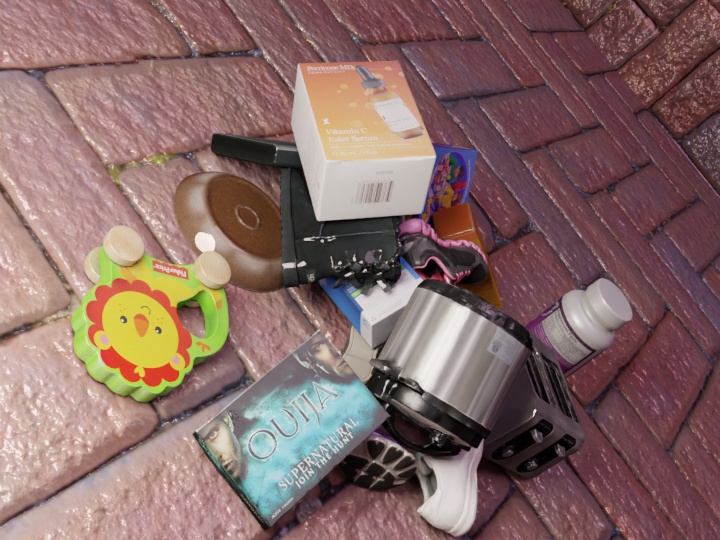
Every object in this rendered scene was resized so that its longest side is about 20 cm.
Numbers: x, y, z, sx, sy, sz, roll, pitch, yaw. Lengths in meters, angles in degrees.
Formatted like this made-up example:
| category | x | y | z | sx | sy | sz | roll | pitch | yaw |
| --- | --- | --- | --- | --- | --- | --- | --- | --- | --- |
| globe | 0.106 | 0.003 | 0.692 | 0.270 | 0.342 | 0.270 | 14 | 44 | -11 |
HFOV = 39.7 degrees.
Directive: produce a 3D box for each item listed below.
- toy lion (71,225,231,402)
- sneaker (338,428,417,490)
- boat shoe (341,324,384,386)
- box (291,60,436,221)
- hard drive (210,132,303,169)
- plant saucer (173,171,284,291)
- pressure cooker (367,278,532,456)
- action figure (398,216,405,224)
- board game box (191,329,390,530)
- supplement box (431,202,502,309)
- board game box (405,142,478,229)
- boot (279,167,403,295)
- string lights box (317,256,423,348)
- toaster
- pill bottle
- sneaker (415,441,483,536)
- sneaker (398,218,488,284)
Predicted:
| category | x | y | z | sx | sy | sz | roll | pitch | yaw |
| --- | --- | --- | --- | --- | --- | --- | --- | --- | --- |
| toy lion | -0.234 | 0.058 | 1.137 | 0.198 | 0.068 | 0.194 | 16 | 51 | -41 |
| sneaker | -0.009 | 0.198 | 1.239 | 0.199 | 0.081 | 0.084 | 36 | 28 | -18 |
| boat shoe | 0.004 | 0.121 | 1.366 | 0.066 | 0.058 | 0.200 | 22 | 28 | 8 |
| box | -0.001 | -0.178 | 1.343 | 0.150 | 0.107 | 0.202 | -5 | 50 | -15 |
| hard drive | -0.104 | -0.172 | 1.479 | 0.138 | 0.033 | 0.199 | 16 | 11 | 39 |
| plant saucer | -0.163 | -0.064 | 1.367 | 0.199 | 0.037 | 0.202 | 31 | 37 | -26 |
| pressure cooker | 0.104 | 0.132 | 1.262 | 0.174 | 0.202 | 0.179 | 27 | -7 | 10 |
| action figure | 0.030 | -0.091 | 1.478 | 0.118 | 0.055 | 0.200 | 39 | -8 | 36 |
| board game box | -0.077 | 0.178 | 1.142 | 0.199 | 0.028 | 0.136 | -38 | 86 | -31 |
| supplement box | 0.175 | -0.014 | 1.610 | 0.067 | 0.068 | 0.201 | -96 | 164 | -44 |
| board game box | 0.117 | -0.102 | 1.607 | 0.044 | 0.203 | 0.134 | 19 | 13 | 36 |
| boot | -0.028 | -0.058 | 1.346 | 0.160 | 0.074 | 0.201 | -5 | 55 | -3 |
| string lights box | 0.000 | 0.000 | 1.384 | 0.102 | 0.059 | 0.200 | -28 | 57 | -20 |
| toaster | 0.226 | 0.184 | 1.464 | 0.180 | 0.118 | 0.202 | 35 | 32 | -48 |
| pill bottle | 0.348 | 0.103 | 1.650 | 0.111 | 0.200 | 0.113 | 30 | 36 | -25 |
| sneaker | 0.111 | 0.246 | 1.331 | 0.088 | 0.075 | 0.202 | 25 | 44 | -20 |
| sneaker | 0.125 | -0.003 | 1.488 | 0.198 | 0.079 | 0.096 | 19 | 38 | -40 |
